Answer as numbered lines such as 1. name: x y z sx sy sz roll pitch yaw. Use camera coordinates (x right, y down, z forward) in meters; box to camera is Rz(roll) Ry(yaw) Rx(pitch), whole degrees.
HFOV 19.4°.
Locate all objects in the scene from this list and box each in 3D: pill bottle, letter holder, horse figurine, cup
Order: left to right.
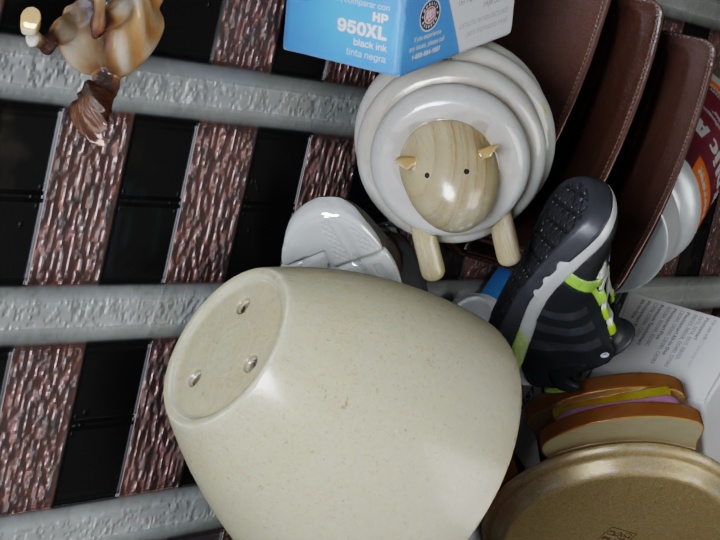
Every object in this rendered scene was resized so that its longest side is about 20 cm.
1. horse figurine: -0.115 -0.153 1.023 0.133 0.049 0.202 54 47 -76
2. cup: -0.028 0.078 1.203 0.143 0.199 0.202 36 72 -33
3. letter holder: 0.144 -0.101 1.432 0.201 0.141 0.101 -66 151 -13
4. pill bottle: 0.209 -0.071 1.565 0.200 0.113 0.115 -50 146 -54

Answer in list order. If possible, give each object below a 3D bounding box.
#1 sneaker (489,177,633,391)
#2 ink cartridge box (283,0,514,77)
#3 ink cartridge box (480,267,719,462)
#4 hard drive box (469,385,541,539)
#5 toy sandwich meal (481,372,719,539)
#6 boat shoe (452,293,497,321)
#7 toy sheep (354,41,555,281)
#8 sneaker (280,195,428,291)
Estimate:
1. sneaker: 0.140 0.014 1.330 0.200 0.082 0.072 115 -6 -57
2. ink cartridge box: 0.031 -0.229 1.221 0.144 0.084 0.202 -28 128 -54
3. ink cartridge box: 0.182 0.091 1.546 0.084 0.199 0.147 -51 144 -35
4. hard drive box: 0.069 0.174 1.519 0.156 0.076 0.201 -51 145 -36
5. toy sandwich meal: 0.172 0.154 1.467 0.206 0.203 0.071 68 14 -50
6. boat shoe: 0.069 0.076 1.426 0.201 0.073 0.066 -79 165 -47
7. toy sheep: 0.059 -0.081 1.306 0.200 0.136 0.139 -89 -179 -64
8. sneaker: 0.000 0.000 1.331 0.200 0.076 0.083 63 24 -54
